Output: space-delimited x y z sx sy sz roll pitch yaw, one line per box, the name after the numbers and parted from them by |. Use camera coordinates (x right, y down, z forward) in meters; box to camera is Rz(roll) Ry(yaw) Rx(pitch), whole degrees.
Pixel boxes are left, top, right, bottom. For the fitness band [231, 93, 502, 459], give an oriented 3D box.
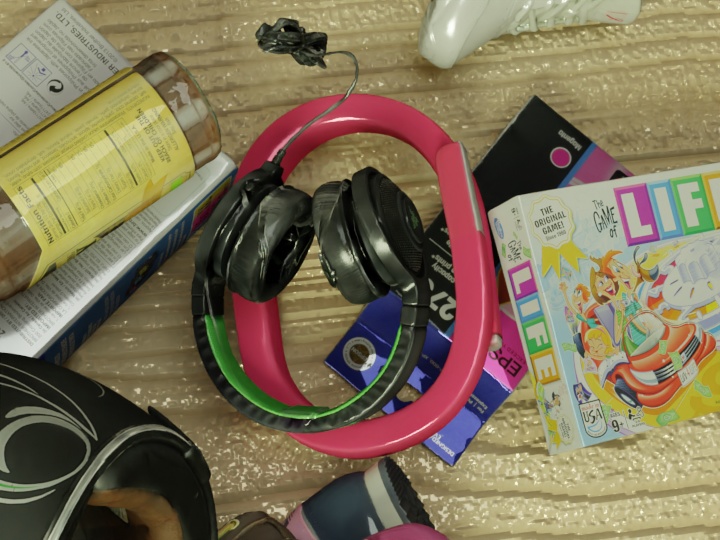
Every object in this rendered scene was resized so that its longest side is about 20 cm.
0.000 0.000 0.802 0.142 0.037 0.203 -12 72 15 | fitness band

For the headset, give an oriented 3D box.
-0.029 -0.020 0.747 0.122 0.094 0.203 1 88 18 | headset

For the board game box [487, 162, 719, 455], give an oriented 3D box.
0.176 0.014 0.826 0.198 0.034 0.136 -11 81 -28 | board game box

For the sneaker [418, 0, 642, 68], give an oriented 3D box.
0.120 -0.176 0.887 0.200 0.078 0.099 -43 88 -18 | sneaker

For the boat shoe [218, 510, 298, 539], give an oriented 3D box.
-0.097 0.207 0.730 0.201 0.072 0.059 -50 43 -4 | boat shoe

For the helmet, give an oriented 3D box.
-0.179 0.134 0.662 0.188 0.200 0.202 4 69 24 | helmet

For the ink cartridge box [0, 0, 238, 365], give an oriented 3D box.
-0.182 -0.024 0.781 0.136 0.076 0.200 43 69 5 | ink cartridge box

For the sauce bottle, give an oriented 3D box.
-0.161 -0.029 0.715 0.199 0.065 0.065 -35 82 -17 | sauce bottle

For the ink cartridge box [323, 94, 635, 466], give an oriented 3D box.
0.076 0.003 0.844 0.094 0.037 0.201 38 72 3 | ink cartridge box

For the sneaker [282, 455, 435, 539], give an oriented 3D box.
0.021 0.203 0.764 0.081 0.070 0.202 -24 80 8 | sneaker

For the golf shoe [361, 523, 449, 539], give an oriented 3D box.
-0.005 0.208 0.710 0.091 0.075 0.201 25 105 -41 | golf shoe
